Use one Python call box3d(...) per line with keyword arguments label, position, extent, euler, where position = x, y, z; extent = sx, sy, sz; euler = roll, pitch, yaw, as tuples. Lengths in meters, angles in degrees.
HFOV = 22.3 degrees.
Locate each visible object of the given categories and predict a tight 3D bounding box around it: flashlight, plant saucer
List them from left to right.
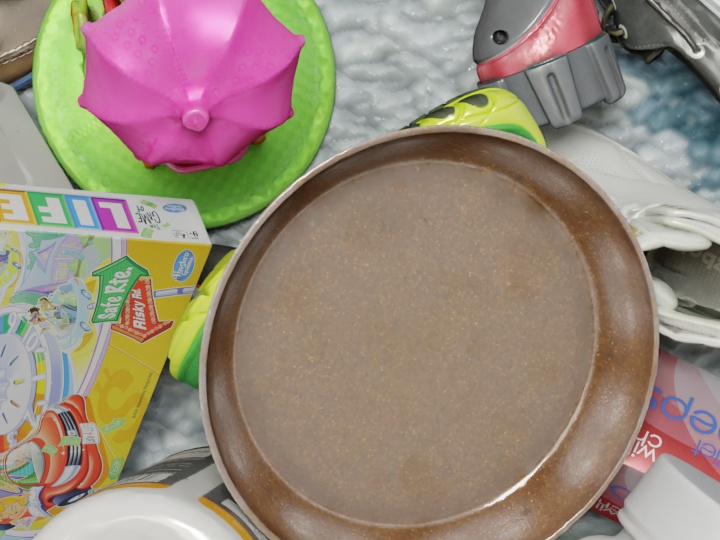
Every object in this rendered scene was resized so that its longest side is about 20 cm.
box3d(label="plant saucer", position=(0.028, 0.035, 0.770), extent=(0.199, 0.034, 0.201), euler=(-4, 106, -14))
box3d(label="flashlight", position=(0.056, -0.161, 0.828), extent=(0.068, 0.068, 0.201), euler=(-16, 102, 39))

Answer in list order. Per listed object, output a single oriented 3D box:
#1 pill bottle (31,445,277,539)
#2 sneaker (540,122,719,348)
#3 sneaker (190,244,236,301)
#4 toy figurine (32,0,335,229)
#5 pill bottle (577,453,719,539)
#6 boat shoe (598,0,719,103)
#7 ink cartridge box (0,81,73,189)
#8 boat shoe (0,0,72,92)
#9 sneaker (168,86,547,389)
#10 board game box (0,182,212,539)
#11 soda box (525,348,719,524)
box3d(label="pill bottle", position=(-0.074, 0.141, 0.828), extent=(0.116, 0.200, 0.117), euler=(0, 92, 11))
box3d(label="sneaker", position=(0.114, -0.023, 0.840), extent=(0.199, 0.116, 0.074), euler=(23, 96, 10))
box3d(label="sneaker", position=(-0.022, 0.012, 0.897), extent=(0.199, 0.077, 0.082), euler=(19, 67, 8))
box3d(label="toy figurine", position=(-0.080, -0.116, 0.816), extent=(0.150, 0.184, 0.201), euler=(-13, 94, -7))
box3d(label="pill bottle", position=(0.107, 0.184, 0.763), extent=(0.114, 0.114, 0.200), euler=(35, 96, 7))
box3d(label="boat shoe", position=(0.147, -0.120, 0.858), extent=(0.200, 0.069, 0.057), euler=(40, 97, 4))
box3d(label="ink cartridge box", position=(-0.229, 0.009, 0.891), extent=(0.200, 0.067, 0.117), euler=(-45, 58, 19))
box3d(label="boat shoe", position=(-0.229, -0.112, 0.915), extent=(0.199, 0.072, 0.072), euler=(-18, 87, 8))
box3d(label="sneaker", position=(0.000, 0.000, 0.808), extent=(0.200, 0.074, 0.084), euler=(-34, 92, 10))
box3d(label="board game box", position=(-0.163, 0.050, 0.845), extent=(0.134, 0.034, 0.200), euler=(4, 129, -28))
box3d(label="soda box", position=(0.166, 0.095, 0.846), extent=(0.199, 0.070, 0.064), euler=(25, 64, 8))
